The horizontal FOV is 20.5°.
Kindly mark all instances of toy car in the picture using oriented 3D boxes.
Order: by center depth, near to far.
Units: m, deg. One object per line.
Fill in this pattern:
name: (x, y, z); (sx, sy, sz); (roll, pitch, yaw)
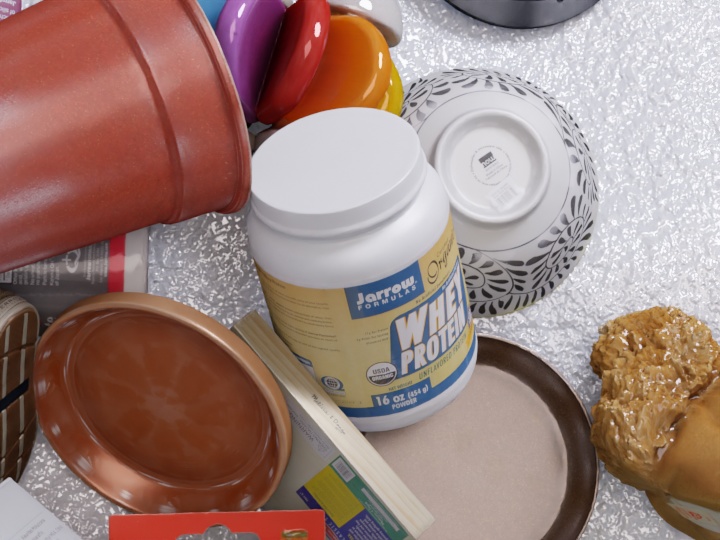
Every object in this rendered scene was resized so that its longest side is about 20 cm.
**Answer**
toy car: (-0.068, -0.154, 1.474); (0.199, 0.150, 0.176); (14, 80, 8)

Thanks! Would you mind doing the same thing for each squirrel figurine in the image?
squirrel figurine: (0.270, 0.092, 1.485); (0.200, 0.142, 0.187); (27, 72, -3)

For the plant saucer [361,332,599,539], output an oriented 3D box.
plant saucer: (0.080, 0.148, 1.506); (0.200, 0.032, 0.201); (1, 81, -5)

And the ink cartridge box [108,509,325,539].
ink cartridge box: (-0.102, 0.277, 1.426); (0.162, 0.057, 0.201); (-1, 105, -6)

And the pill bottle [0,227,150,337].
pill bottle: (-0.255, -0.006, 1.457); (0.199, 0.111, 0.111); (2, 80, -5)

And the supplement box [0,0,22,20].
supplement box: (-0.321, -0.202, 1.460); (0.103, 0.131, 0.201); (12, 76, -40)

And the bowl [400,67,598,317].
bowl: (0.092, -0.070, 1.513); (0.200, 0.094, 0.201); (1, 80, -5)

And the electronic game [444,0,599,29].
electronic game: (0.126, -0.291, 1.580); (0.199, 0.042, 0.201); (1, 87, -10)

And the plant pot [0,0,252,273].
plant pot: (-0.206, -0.096, 1.348); (0.195, 0.201, 0.201); (-24, 83, -22)

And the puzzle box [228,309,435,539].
puzzle box: (-0.045, 0.135, 1.447); (0.200, 0.133, 0.025); (50, 52, 3)

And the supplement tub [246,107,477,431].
supplement tub: (0.000, 0.000, 1.421); (0.144, 0.200, 0.145); (-9, 39, 7)

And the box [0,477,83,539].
box: (-0.276, 0.272, 1.332); (0.131, 0.200, 0.199); (41, 105, 2)

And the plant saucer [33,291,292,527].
plant saucer: (-0.142, 0.098, 1.428); (0.200, 0.200, 0.032); (32, 39, 0)

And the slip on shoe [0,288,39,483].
slip on shoe: (-0.275, 0.095, 1.421); (0.060, 0.200, 0.076); (25, 39, 19)
